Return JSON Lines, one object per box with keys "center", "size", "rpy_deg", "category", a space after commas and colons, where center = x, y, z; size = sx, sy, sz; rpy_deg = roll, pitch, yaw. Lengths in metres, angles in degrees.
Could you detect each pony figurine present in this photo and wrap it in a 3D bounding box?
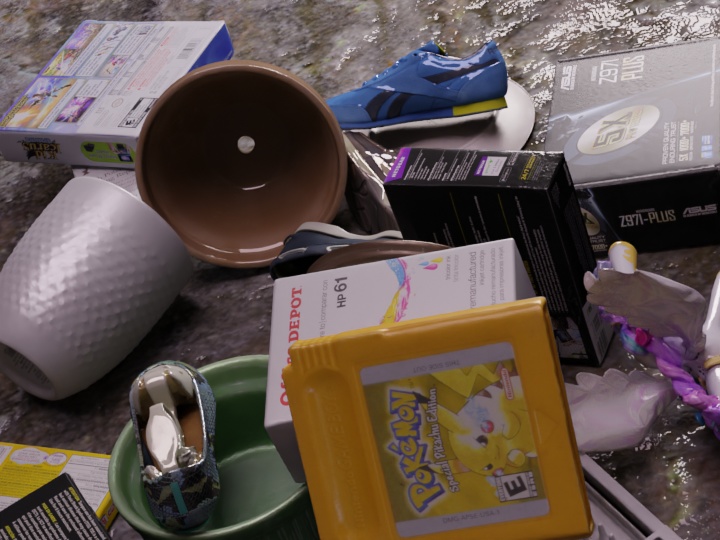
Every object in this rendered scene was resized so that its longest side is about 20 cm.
{"center": [0.239, 0.058, 1.539], "size": [0.192, 0.167, 0.200], "rpy_deg": [13, 31, -11], "category": "pony figurine"}

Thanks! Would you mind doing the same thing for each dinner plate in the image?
{"center": [0.075, -0.143, 1.961], "size": [0.199, 0.024, 0.200], "rpy_deg": [-12, 39, 10], "category": "dinner plate"}

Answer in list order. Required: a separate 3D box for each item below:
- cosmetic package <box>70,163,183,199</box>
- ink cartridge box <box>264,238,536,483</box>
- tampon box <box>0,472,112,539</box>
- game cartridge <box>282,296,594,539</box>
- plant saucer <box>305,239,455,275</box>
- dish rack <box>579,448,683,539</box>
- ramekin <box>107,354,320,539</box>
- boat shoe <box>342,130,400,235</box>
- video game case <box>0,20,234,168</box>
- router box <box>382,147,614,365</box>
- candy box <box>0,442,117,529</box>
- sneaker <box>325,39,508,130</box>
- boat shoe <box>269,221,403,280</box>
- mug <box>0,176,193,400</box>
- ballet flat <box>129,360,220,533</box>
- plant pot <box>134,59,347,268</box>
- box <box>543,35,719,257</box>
{"center": [-0.237, -0.094, 2.004], "size": [0.101, 0.074, 0.200], "rpy_deg": [-24, 39, -4], "category": "cosmetic package"}
{"center": [0.032, 0.070, 1.503], "size": [0.199, 0.085, 0.145], "rpy_deg": [-11, 49, 15], "category": "ink cartridge box"}
{"center": [-0.262, 0.285, 1.501], "size": [0.200, 0.150, 0.126], "rpy_deg": [-31, 39, -12], "category": "tampon box"}
{"center": [0.054, 0.121, 1.412], "size": [0.199, 0.177, 0.032], "rpy_deg": [-11, 9, 13], "category": "game cartridge"}
{"center": [0.049, 0.037, 1.625], "size": [0.199, 0.200, 0.030], "rpy_deg": [-3, 57, 22], "category": "plant saucer"}
{"center": [0.139, 0.225, 1.478], "size": [0.171, 0.044, 0.200], "rpy_deg": [-32, 40, -13], "category": "dish rack"}
{"center": [-0.096, 0.173, 1.602], "size": [0.199, 0.098, 0.200], "rpy_deg": [-13, 39, 10], "category": "ramekin"}
{"center": [0.037, -0.071, 1.865], "size": [0.073, 0.075, 0.200], "rpy_deg": [-16, 41, -16], "category": "boat shoe"}
{"center": [-0.253, -0.185, 2.029], "size": [0.181, 0.046, 0.200], "rpy_deg": [5, 43, 28], "category": "video game case"}
{"center": [0.118, -0.011, 1.640], "size": [0.149, 0.200, 0.051], "rpy_deg": [4, 45, 28], "category": "router box"}
{"center": [-0.299, 0.198, 1.722], "size": [0.199, 0.026, 0.102], "rpy_deg": [4, 47, 28], "category": "candy box"}
{"center": [0.046, -0.182, 1.924], "size": [0.199, 0.079, 0.066], "rpy_deg": [-8, 9, 14], "category": "sneaker"}
{"center": [0.000, 0.000, 1.783], "size": [0.200, 0.075, 0.062], "rpy_deg": [14, 48, 38], "category": "boat shoe"}
{"center": [-0.276, 0.030, 1.837], "size": [0.176, 0.148, 0.200], "rpy_deg": [-54, 18, -26], "category": "mug"}
{"center": [-0.150, 0.118, 1.556], "size": [0.074, 0.074, 0.200], "rpy_deg": [-22, 38, -1], "category": "ballet flat"}
{"center": [-0.112, -0.111, 1.883], "size": [0.200, 0.201, 0.093], "rpy_deg": [-16, 20, 6], "category": "plant pot"}
{"center": [0.257, -0.113, 1.791], "size": [0.163, 0.086, 0.200], "rpy_deg": [-7, 41, 18], "category": "box"}
